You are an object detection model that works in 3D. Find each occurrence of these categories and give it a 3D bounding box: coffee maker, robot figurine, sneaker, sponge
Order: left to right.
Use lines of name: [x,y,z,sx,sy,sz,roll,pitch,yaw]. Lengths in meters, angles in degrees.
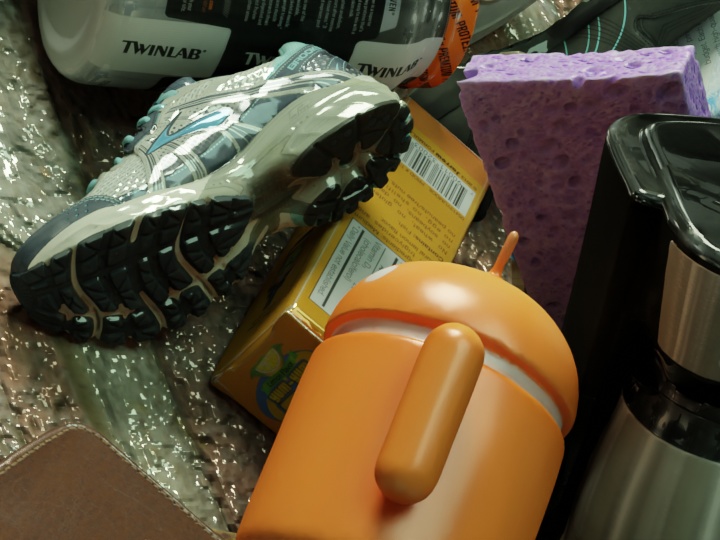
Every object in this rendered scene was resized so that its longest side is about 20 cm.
sneaker: [-0.077,-0.039,1.033,0.199,0.078,0.086,-28,52,-24]
robot figurine: [0.020,0.082,0.932,0.144,0.116,0.201,48,56,-44]
sneaker: [0.119,-0.100,1.234,0.080,0.199,0.075,61,0,9]
sponge: [0.126,-0.016,1.081,0.030,0.111,0.201,-60,138,-44]
coffee maker: [0.135,0.036,0.992,0.134,0.201,0.192,-6,33,-33]

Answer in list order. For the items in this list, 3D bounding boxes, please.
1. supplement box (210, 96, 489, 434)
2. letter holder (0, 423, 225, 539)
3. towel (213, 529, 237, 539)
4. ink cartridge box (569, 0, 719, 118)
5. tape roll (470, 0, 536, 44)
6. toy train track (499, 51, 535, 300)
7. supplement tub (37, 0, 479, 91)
supplement box: [0.000,0.000,1.095,0.069,0.067,0.200,41,37,-8]
letter holder: [-0.162,0.130,0.788,0.142,0.101,0.200,42,36,1]
towel: [-0.026,0.194,0.918,0.146,0.022,0.201,15,43,-34]
ink cartridge box: [0.242,-0.106,1.288,0.145,0.199,0.146,44,29,-38]
tape roll: [0.084,-0.209,1.265,0.071,0.203,0.202,50,37,11]
toy train track: [0.072,-0.006,1.131,0.115,0.032,0.202,4,85,-63]
supplement tub: [-0.049,-0.145,1.117,0.199,0.123,0.123,3,51,-26]
